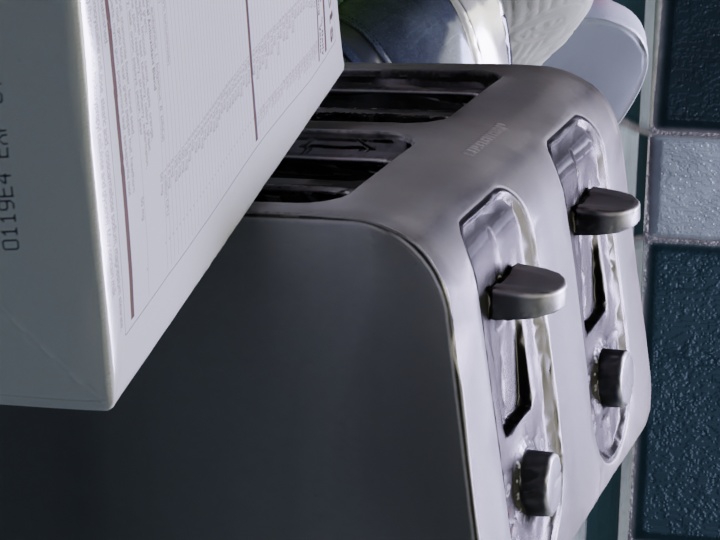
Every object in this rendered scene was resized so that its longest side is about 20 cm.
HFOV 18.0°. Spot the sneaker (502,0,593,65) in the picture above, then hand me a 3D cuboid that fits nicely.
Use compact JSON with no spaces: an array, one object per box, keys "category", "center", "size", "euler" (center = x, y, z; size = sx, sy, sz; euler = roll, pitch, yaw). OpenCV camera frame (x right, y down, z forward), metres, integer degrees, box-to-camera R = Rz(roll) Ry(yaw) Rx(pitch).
[{"category":"sneaker","center":[0.022,-0.072,0.945],"size":[0.072,0.073,0.200],"euler":[17,118,-43]}]

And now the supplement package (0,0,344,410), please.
[{"category":"supplement package","center":[-0.079,-0.065,0.512],"size":[0.200,0.109,0.114],"euler":[-61,152,-63]}]

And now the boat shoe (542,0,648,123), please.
[{"category":"boat shoe","center":[0.054,-0.070,1.033],"size":[0.199,0.073,0.068],"euler":[-45,-152,41]}]

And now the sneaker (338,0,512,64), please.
[{"category":"sneaker","center":[-0.001,-0.001,0.837],"size":[0.146,0.077,0.203],"euler":[-35,125,-31]}]

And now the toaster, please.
[{"category":"toaster","center":[-0.027,0.016,0.634],"size":[0.181,0.199,0.119],"euler":[-38,128,-64]}]

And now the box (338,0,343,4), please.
[{"category":"box","center":[-0.008,-0.200,0.862],"size":[0.145,0.036,0.201],"euler":[-112,-167,-49]}]
